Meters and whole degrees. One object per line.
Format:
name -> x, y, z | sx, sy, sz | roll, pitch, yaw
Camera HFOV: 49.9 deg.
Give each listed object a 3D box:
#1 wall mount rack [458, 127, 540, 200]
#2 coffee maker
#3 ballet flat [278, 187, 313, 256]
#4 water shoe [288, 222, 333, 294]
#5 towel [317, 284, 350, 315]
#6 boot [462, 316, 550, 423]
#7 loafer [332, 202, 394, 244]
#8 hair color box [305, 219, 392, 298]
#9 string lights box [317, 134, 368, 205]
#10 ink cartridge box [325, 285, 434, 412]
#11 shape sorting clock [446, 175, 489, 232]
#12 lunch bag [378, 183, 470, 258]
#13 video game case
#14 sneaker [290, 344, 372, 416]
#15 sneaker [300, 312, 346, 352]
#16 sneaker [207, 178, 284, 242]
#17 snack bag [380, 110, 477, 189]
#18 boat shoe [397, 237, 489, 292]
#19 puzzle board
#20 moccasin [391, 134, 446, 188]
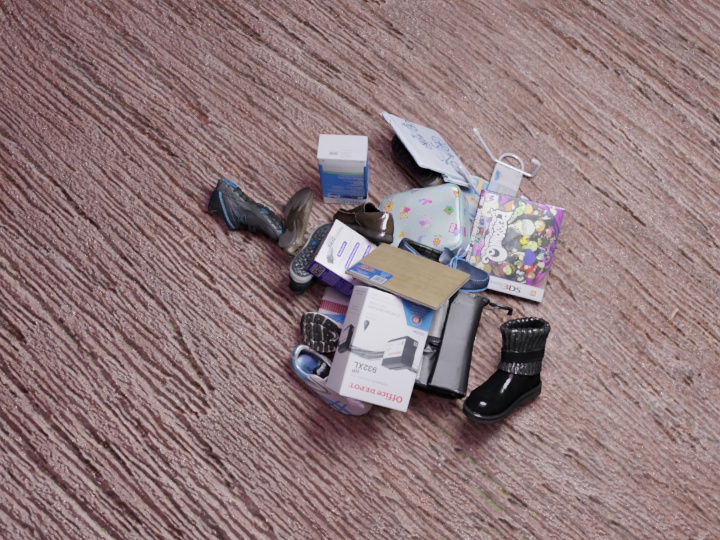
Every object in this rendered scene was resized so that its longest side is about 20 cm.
wall mount rack -> 0.298, -0.214, 1.693 | 0.171, 0.075, 0.202 | 24, 57, 0
coffee maker -> 0.185, 0.147, 1.529 | 0.189, 0.135, 0.203 | 7, 76, 25
ballet flat -> -0.135, -0.105, 1.684 | 0.067, 0.046, 0.202 | -21, 38, 26
water shoe -> -0.095, -0.029, 1.660 | 0.071, 0.079, 0.200 | 35, 47, 11
towel -> -0.014, 0.081, 1.636 | 0.142, 0.023, 0.203 | 14, 68, 8
boot -> 0.278, 0.185, 1.482 | 0.209, 0.160, 0.079 | -22, 34, -37
loafer -> 0.014, -0.108, 1.638 | 0.199, 0.072, 0.072 | 23, 96, 52
hair color box -> 0.000, 0.000, 1.588 | 0.199, 0.065, 0.110 | 34, 59, -10
string lights box -> -0.034, -0.211, 1.658 | 0.101, 0.201, 0.060 | 3, 68, 2
ink cartridge box -> 0.037, 0.146, 1.450 | 0.143, 0.084, 0.203 | 18, 86, -21
shape sorting clock -> 0.226, -0.126, 1.702 | 0.196, 0.039, 0.203 | -1, 68, 1
lunch bag -> 0.133, -0.088, 1.642 | 0.197, 0.077, 0.163 | -10, 73, 25
video game case -> 0.316, -0.053, 1.627 | 0.178, 0.036, 0.203 | 15, 95, 6
sneaker -> -0.061, 0.222, 1.554 | 0.199, 0.073, 0.072 | 34, 71, 13
sneaker -> -0.032, 0.126, 1.571 | 0.197, 0.089, 0.080 | 11, 101, 23
sneaker -> -0.249, -0.116, 1.710 | 0.199, 0.073, 0.082 | 37, 101, 12
snack bag -> 0.148, -0.259, 1.678 | 0.021, 0.198, 0.190 | -50, 53, 27
boat shoe -> 0.163, -0.012, 1.545 | 0.197, 0.070, 0.084 | 14, 29, 7
puzzle board -> 0.090, 0.011, 1.471 | 0.198, 0.018, 0.150 | 21, 33, 26
moccasin -> 0.133, -0.240, 1.735 | 0.074, 0.078, 0.202 | -42, 55, 2
